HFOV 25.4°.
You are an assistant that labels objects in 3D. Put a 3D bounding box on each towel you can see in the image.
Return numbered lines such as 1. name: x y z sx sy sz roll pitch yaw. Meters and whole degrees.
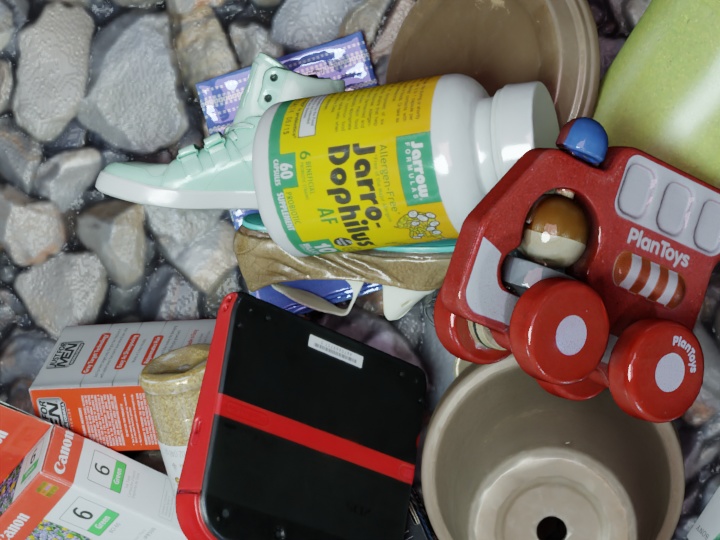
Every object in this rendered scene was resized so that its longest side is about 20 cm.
1. towel: -0.040 -0.072 1.255 0.143 0.024 0.202 -16 88 8

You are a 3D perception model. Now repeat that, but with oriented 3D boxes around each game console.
1. game console: -0.037 0.128 1.140 0.031 0.199 0.179 -13 61 46

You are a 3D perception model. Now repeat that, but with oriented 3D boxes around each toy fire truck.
1. toy fire truck: 0.148 -0.004 1.032 0.199 0.112 0.170 22 84 -29

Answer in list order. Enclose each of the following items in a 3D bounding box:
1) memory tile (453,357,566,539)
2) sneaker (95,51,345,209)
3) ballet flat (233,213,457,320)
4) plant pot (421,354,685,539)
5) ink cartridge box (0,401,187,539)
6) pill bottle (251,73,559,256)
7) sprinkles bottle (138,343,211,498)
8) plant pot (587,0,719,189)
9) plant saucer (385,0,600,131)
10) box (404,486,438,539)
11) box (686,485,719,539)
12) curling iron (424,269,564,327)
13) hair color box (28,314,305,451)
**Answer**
1. memory tile: 0.141 0.111 1.218 0.152 0.017 0.202 11 99 5
2. sneaker: -0.103 -0.106 1.218 0.198 0.074 0.120 -1 94 -3
3. ballet flat: 0.000 0.000 1.214 0.198 0.068 0.073 3 109 7
4. plant pot: 0.136 0.162 1.130 0.198 0.175 0.203 1 99 6
5. ink cartridge box: -0.230 0.174 1.208 0.199 0.051 0.109 28 131 -21
6. pill bottle: 0.035 -0.074 1.105 0.198 0.113 0.114 -6 89 21
7. sprinkles bottle: -0.104 0.156 1.156 0.068 0.068 0.202 -11 108 9
8. plant pot: 0.252 -0.124 1.138 0.200 0.200 0.185 43 108 6
9. plant saucer: 0.089 -0.141 1.178 0.199 0.029 0.202 -6 81 42
10. box: -0.020 0.267 1.210 0.199 0.050 0.200 -31 63 7
11. box: 0.319 0.140 1.138 0.036 0.144 0.201 30 95 -10
12. curling iron: 0.145 0.007 1.226 0.198 0.026 0.050 -20 92 9
13. hair color box: -0.142 0.087 1.228 0.198 0.102 0.062 -2 116 9
